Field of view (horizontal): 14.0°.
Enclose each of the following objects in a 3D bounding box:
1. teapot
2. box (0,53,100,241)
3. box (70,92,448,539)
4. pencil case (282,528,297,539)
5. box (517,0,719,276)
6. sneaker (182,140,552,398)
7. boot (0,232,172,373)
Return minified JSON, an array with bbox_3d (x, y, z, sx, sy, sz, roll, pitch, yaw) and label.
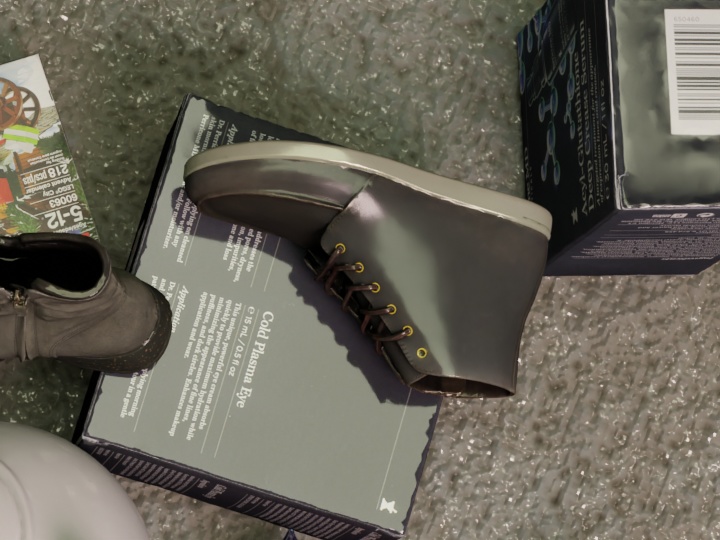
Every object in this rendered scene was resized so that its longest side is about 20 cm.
[{"bbox_3d":[-0.211,0.156,1.504,0.200,0.146,0.198,-35,59,4],"label":"teapot"},{"bbox_3d":[-0.251,-0.025,1.613,0.199,0.038,0.137,-18,84,-13],"label":"box"},{"bbox_3d":[-0.044,0.032,1.609,0.181,0.104,0.201,18,77,-6],"label":"box"},{"bbox_3d":[-0.084,0.233,1.571,0.200,0.094,0.091,-38,65,-16],"label":"pencil case"},{"bbox_3d":[0.162,-0.086,1.620,0.107,0.200,0.149,-1,79,-10],"label":"box"},{"bbox_3d":[0.000,0.000,1.529,0.199,0.075,0.107,12,75,-10],"label":"sneaker"},{"bbox_3d":[-0.203,0.008,1.500,0.199,0.131,0.068,-2,72,17],"label":"boot"}]
